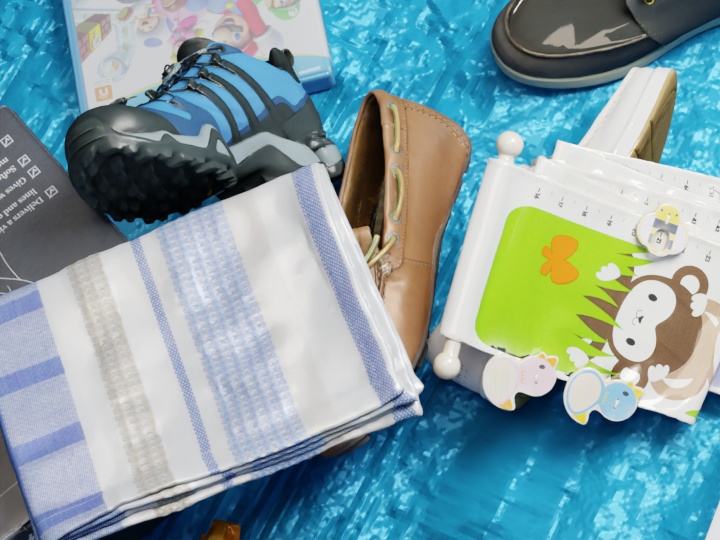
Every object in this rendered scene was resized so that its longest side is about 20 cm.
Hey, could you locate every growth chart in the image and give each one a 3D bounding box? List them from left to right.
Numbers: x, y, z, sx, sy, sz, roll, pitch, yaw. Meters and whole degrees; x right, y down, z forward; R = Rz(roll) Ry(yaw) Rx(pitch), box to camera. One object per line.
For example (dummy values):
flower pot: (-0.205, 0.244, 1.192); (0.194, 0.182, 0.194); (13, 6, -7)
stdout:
growth chart: (0.140, 0.007, 1.299); (0.199, 0.018, 0.145); (8, 88, -10)

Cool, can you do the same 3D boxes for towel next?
towel: (-0.083, 0.041, 1.255); (0.200, 0.024, 0.147); (-22, 63, 1)

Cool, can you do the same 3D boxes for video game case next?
video game case: (-0.101, -0.175, 1.477); (0.143, 0.018, 0.200); (-14, 64, 4)

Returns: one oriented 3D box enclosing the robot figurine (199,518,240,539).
robot figurine: (-0.060, 0.206, 1.230); (0.145, 0.058, 0.200); (8, 37, 12)

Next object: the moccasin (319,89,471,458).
moccasin: (0.001, 0.000, 1.336); (0.078, 0.074, 0.202); (28, 68, -25)

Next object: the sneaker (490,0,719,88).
sneaker: (0.157, -0.170, 1.376); (0.200, 0.106, 0.075); (-22, 64, 1)

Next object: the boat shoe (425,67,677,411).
boat shoe: (0.096, -0.028, 1.343); (0.069, 0.071, 0.200); (26, 75, 20)

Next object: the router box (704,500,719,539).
router box: (0.257, 0.156, 1.218); (0.200, 0.049, 0.180); (16, 56, 17)

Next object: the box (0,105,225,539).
box: (-0.171, 0.044, 1.342); (0.148, 0.107, 0.200); (-39, 64, -9)

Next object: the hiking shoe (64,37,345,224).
hiking shoe: (-0.090, -0.075, 1.337); (0.074, 0.200, 0.087); (-27, 76, 28)
